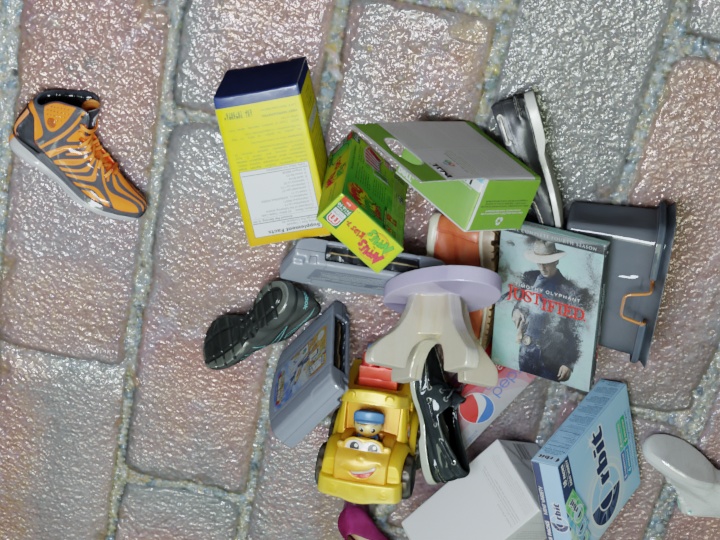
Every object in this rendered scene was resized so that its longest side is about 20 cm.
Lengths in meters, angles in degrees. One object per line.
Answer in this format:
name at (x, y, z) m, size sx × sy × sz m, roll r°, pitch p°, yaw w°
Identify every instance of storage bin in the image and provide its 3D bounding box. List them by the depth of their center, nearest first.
storage bin at (0.319, 0.012, 1.624) m, size 0.133 × 0.146 × 0.202 m, roll 10°, pitch 117°, yaw 9°

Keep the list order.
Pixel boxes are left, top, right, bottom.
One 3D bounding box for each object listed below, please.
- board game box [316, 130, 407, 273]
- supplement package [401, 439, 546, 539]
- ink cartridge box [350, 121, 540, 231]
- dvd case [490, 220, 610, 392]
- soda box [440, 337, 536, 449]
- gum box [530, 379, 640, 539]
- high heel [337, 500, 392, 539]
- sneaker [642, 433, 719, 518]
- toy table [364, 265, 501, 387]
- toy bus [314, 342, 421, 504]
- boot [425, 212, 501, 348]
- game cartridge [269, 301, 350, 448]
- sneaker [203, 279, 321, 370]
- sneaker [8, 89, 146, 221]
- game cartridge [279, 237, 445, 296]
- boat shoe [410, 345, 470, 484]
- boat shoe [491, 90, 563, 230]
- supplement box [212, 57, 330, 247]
board game box at (0.005, -0.087, 1.552) m, size 0.101 × 0.201 × 0.048 m, roll 41°, pitch 112°, yaw -16°
supplement package at (0.180, 0.346, 1.779) m, size 0.200 × 0.120 × 0.121 m, roll -44°, pitch 148°, yaw 21°
ink cartridge box at (0.092, -0.114, 1.514) m, size 0.198 × 0.148 × 0.076 m, roll -5°, pitch 126°, yaw -39°
dvd case at (0.238, 0.043, 1.605) m, size 0.145 × 0.022 × 0.202 m, roll 16°, pitch 115°, yaw 29°
soda box at (0.179, 0.150, 1.736) m, size 0.070 × 0.064 × 0.200 m, roll 34°, pitch 114°, yaw -13°
gum box at (0.311, 0.275, 1.720) m, size 0.044 × 0.200 × 0.172 m, roll 8°, pitch 123°, yaw 38°
high heel at (0.023, 0.425, 1.865) m, size 0.067 × 0.096 × 0.201 m, roll -28°, pitch 112°, yaw 16°
sneaker at (0.470, 0.308, 1.797) m, size 0.199 × 0.076 × 0.089 m, roll 29°, pitch 126°, yaw -12°
toy table at (0.095, 0.073, 1.575) m, size 0.182 × 0.200 × 0.119 m, roll 9°, pitch 75°, yaw -14°
toy bus at (0.022, 0.191, 1.694) m, size 0.134 × 0.200 × 0.194 m, roll 9°, pitch 112°, yaw 9°
boot at (0.138, 0.010, 1.675) m, size 0.106 × 0.075 × 0.202 m, roll 9°, pitch 124°, yaw 21°
game cartridge at (-0.067, 0.138, 1.669) m, size 0.133 × 0.201 × 0.041 m, roll -41°, pitch 112°, yaw 20°
sneaker at (-0.136, 0.084, 1.717) m, size 0.079 × 0.076 × 0.199 m, roll 15°, pitch 143°, yaw -44°
sneaker at (-0.343, -0.152, 1.610) m, size 0.199 × 0.078 × 0.112 m, roll 33°, pitch 115°, yaw -13°
game cartridge at (0.000, 0.000, 1.637) m, size 0.198 × 0.133 × 0.041 m, roll 9°, pitch 73°, yaw -13°
boat shoe at (0.111, 0.184, 1.686) m, size 0.065 × 0.074 × 0.202 m, roll -6°, pitch 88°, yaw 28°
boat shoe at (0.213, -0.124, 1.592) m, size 0.060 × 0.074 × 0.202 m, roll -13°, pitch 114°, yaw 12°
supplement box at (-0.103, -0.147, 1.580) m, size 0.107 × 0.110 × 0.202 m, roll -8°, pitch 115°, yaw 8°
